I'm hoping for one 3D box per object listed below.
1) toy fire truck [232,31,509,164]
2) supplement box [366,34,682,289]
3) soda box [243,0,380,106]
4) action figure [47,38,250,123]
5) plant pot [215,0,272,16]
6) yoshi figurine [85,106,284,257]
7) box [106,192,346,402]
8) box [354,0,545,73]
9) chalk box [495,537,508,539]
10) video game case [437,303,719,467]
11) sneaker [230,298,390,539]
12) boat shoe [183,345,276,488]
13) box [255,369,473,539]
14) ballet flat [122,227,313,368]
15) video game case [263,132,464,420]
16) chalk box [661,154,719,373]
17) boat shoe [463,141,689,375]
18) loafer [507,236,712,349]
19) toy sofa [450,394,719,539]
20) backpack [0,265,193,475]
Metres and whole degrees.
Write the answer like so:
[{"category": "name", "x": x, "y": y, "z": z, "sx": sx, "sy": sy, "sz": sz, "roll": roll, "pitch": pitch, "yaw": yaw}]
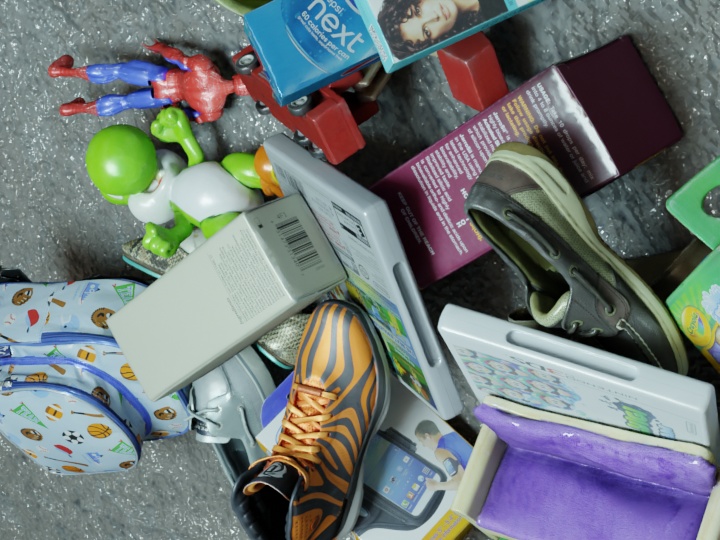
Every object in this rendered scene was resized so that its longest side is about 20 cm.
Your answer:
[{"category": "toy fire truck", "x": 0.003, "y": -0.148, "z": 1.095, "sx": 0.200, "sy": 0.141, "sz": 0.049, "roll": 42, "pitch": 163, "yaw": 50}, {"category": "supplement box", "x": 0.111, "y": -0.073, "z": 1.037, "sx": 0.200, "sy": 0.110, "sz": 0.086, "roll": -31, "pitch": 88, "yaw": 40}, {"category": "soda box", "x": 0.021, "y": -0.186, "z": 1.014, "sx": 0.199, "sy": 0.068, "sz": 0.064, "roll": -26, "pitch": 92, "yaw": -3}, {"category": "action figure", "x": -0.173, "y": -0.160, "z": 1.258, "sx": 0.199, "sy": 0.052, "sz": 0.066, "roll": 6, "pitch": 116, "yaw": 30}, {"category": "plant pot", "x": -0.115, "y": -0.297, "z": 1.086, "sx": 0.184, "sy": 0.200, "sz": 0.202, "roll": 19, "pitch": 118, "yaw": 43}, {"category": "yoshi figurine", "x": -0.153, "y": -0.074, "z": 1.222, "sx": 0.199, "sy": 0.112, "sz": 0.113, "roll": 10, "pitch": 123, "yaw": 32}, {"category": "box", "x": -0.108, "y": 0.023, "z": 1.144, "sx": 0.200, "sy": 0.068, "sz": 0.083, "roll": -32, "pitch": 85, "yaw": 41}, {"category": "box", "x": 0.092, "y": -0.209, "z": 0.960, "sx": 0.199, "sy": 0.049, "sz": 0.083, "roll": -25, "pitch": 92, "yaw": -3}, {"category": "chalk box", "x": 0.153, "y": 0.268, "z": 1.104, "sx": 0.199, "sy": 0.124, "sz": 0.125, "roll": 6, "pitch": 125, "yaw": 34}, {"category": "video game case", "x": 0.156, "y": 0.091, "z": 1.008, "sx": 0.181, "sy": 0.200, "sz": 0.024, "roll": 17, "pitch": 73, "yaw": 21}, {"category": "sneaker", "x": -0.038, "y": 0.126, "z": 1.098, "sx": 0.077, "sy": 0.112, "sz": 0.201, "roll": 10, "pitch": 103, "yaw": 28}, {"category": "boat shoe", "x": -0.112, "y": 0.126, "z": 1.271, "sx": 0.070, "sy": 0.071, "sz": 0.202, "roll": 7, "pitch": 130, "yaw": 46}, {"category": "box", "x": 0.009, "y": 0.149, "z": 1.198, "sx": 0.200, "sy": 0.119, "sz": 0.042, "roll": 42, "pitch": 168, "yaw": 15}, {"category": "ballet flat", "x": -0.113, "y": 0.005, "z": 1.275, "sx": 0.199, "sy": 0.068, "sz": 0.076, "roll": 33, "pitch": 103, "yaw": 16}, {"category": "video game case", "x": 0.000, "y": 0.000, "z": 1.111, "sx": 0.200, "sy": 0.022, "sz": 0.183, "roll": 37, "pitch": 153, "yaw": 59}, {"category": "chalk box", "x": 0.279, "y": 0.011, "z": 0.907, "sx": 0.200, "sy": 0.124, "sz": 0.124, "roll": 49, "pitch": 164, "yaw": 10}, {"category": "boat shoe", "x": 0.135, "y": 0.011, "z": 0.949, "sx": 0.201, "sy": 0.066, "sz": 0.072, "roll": 52, "pitch": 158, "yaw": -17}, {"category": "loafer", "x": 0.174, "y": 0.025, "z": 1.050, "sx": 0.200, "sy": 0.076, "sz": 0.068, "roll": -37, "pitch": 90, "yaw": 40}, {"category": "toy sofa", "x": 0.162, "y": 0.158, "z": 1.022, "sx": 0.199, "sy": 0.098, "sz": 0.083, "roll": 11, "pitch": 70, "yaw": 37}, {"category": "backpack", "x": -0.237, "y": 0.088, "z": 1.304, "sx": 0.189, "sy": 0.155, "sz": 0.200, "roll": -13, "pitch": 142, "yaw": 22}]
